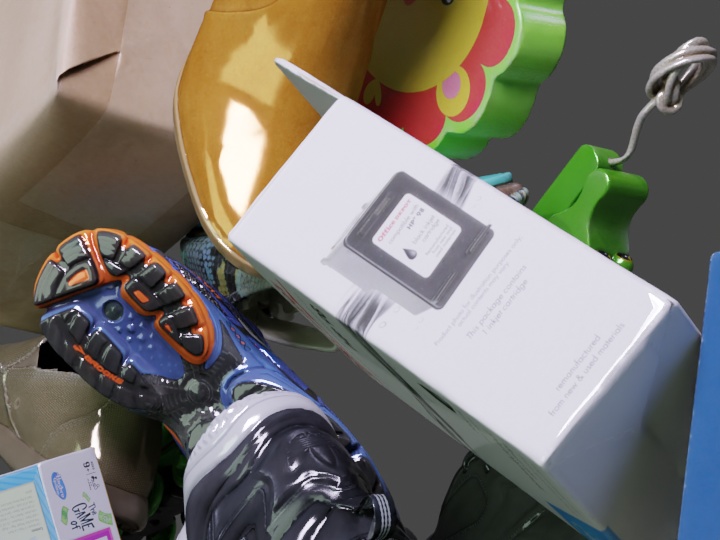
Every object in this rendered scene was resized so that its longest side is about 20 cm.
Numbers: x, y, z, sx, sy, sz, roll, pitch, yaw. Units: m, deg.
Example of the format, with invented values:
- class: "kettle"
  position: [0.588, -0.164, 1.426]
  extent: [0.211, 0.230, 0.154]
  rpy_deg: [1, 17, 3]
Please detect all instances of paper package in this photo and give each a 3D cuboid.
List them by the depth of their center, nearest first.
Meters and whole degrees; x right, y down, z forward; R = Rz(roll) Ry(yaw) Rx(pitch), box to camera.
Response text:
- class: "paper package"
  position: [-0.127, -0.097, 0.985]
  extent: [0.200, 0.103, 0.192]
  rpy_deg: [-36, 42, 48]

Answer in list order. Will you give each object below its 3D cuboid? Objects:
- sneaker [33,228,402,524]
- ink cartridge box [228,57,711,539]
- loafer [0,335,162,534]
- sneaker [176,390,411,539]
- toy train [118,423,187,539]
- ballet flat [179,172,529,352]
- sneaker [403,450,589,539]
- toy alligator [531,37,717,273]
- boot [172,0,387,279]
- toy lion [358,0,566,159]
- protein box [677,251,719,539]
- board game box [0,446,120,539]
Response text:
- class: "sneaker"
  position: [-0.050, 0.057, 0.906]
  extent: [0.075, 0.078, 0.200]
  rpy_deg: [-39, 92, 13]
- class: "ink cartridge box"
  position: [0.036, 0.016, 0.732]
  extent: [0.200, 0.116, 0.067]
  rpy_deg: [35, 83, 40]
- class: "loafer"
  position: [-0.145, 0.063, 1.009]
  extent: [0.199, 0.076, 0.068]
  rpy_deg: [25, 85, 51]
- class: "sneaker"
  position: [-0.027, 0.157, 0.822]
  extent: [0.114, 0.075, 0.202]
  rpy_deg: [34, 121, 52]
- class: "toy train"
  position: [-0.102, 0.102, 1.012]
  extent: [0.200, 0.042, 0.057]
  rpy_deg: [-37, 47, 36]
- class: "ballet flat"
  position: [0.000, 0.000, 0.911]
  extent: [0.199, 0.074, 0.075]
  rpy_deg: [-5, 79, 50]
- class: "sneaker"
  position: [0.075, 0.096, 0.802]
  extent: [0.200, 0.076, 0.091]
  rpy_deg: [-37, 53, 35]
- class: "toy alligator"
  position: [0.078, -0.002, 0.823]
  extent: [0.200, 0.059, 0.055]
  rpy_deg: [-47, 54, 30]
- class: "boot"
  position: [-0.013, -0.112, 0.842]
  extent: [0.144, 0.070, 0.203]
  rpy_deg: [-41, 42, 50]
- class: "toy lion"
  position: [0.028, -0.156, 0.914]
  extent: [0.200, 0.068, 0.193]
  rpy_deg: [51, 126, 40]
- class: "protein box"
  position: [0.204, 0.106, 0.613]
  extent: [0.198, 0.134, 0.202]
  rpy_deg: [3, 85, 47]
- class: "board game box"
  position: [-0.175, 0.166, 0.947]
  extent: [0.199, 0.034, 0.136]
  rpy_deg: [-19, 87, 40]
